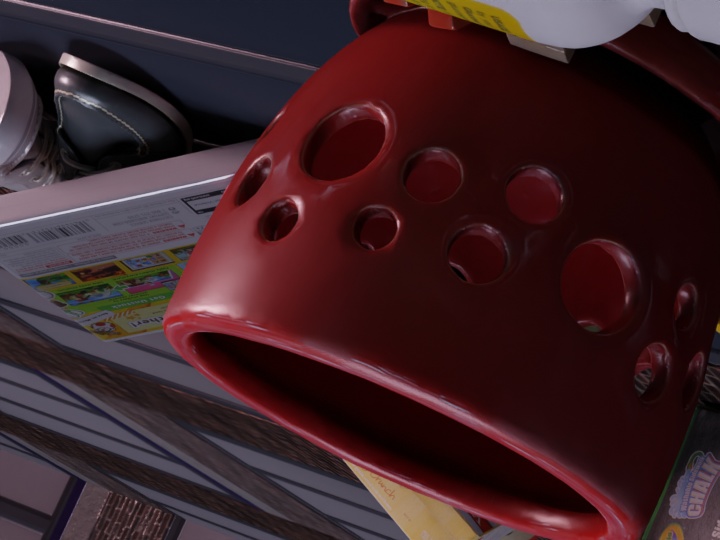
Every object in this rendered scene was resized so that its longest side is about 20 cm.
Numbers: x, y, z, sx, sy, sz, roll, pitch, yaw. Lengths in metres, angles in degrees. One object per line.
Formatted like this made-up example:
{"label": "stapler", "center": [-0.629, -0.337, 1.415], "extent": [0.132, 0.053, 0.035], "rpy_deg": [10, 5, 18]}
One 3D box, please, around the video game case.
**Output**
{"label": "video game case", "center": [-0.101, -0.015, 1.469], "extent": [0.200, 0.023, 0.182], "rpy_deg": [-12, 154, 19]}

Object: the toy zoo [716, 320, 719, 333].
{"label": "toy zoo", "center": [0.196, 0.009, 1.186], "extent": [0.131, 0.020, 0.200], "rpy_deg": [15, 165, 38]}

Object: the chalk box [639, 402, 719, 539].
{"label": "chalk box", "center": [0.250, 0.167, 1.533], "extent": [0.200, 0.125, 0.124], "rpy_deg": [15, 165, 44]}

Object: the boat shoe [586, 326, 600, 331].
{"label": "boat shoe", "center": [0.114, 0.030, 1.379], "extent": [0.062, 0.072, 0.200], "rpy_deg": [-3, 167, 8]}

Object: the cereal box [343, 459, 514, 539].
{"label": "cereal box", "center": [0.045, 0.107, 1.590], "extent": [0.144, 0.040, 0.200], "rpy_deg": [49, -162, 11]}

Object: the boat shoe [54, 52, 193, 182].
{"label": "boat shoe", "center": [-0.137, -0.063, 1.442], "extent": [0.073, 0.062, 0.200], "rpy_deg": [25, 168, 13]}

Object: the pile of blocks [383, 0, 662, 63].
{"label": "pile of blocks", "center": [0.019, -0.123, 0.852], "extent": [0.200, 0.062, 0.082], "rpy_deg": [27, 168, -16]}

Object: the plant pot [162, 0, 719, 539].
{"label": "plant pot", "center": [0.049, -0.014, 0.978], "extent": [0.200, 0.183, 0.200], "rpy_deg": [24, 169, 5]}

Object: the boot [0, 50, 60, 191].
{"label": "boot", "center": [-0.194, -0.080, 1.500], "extent": [0.095, 0.074, 0.200], "rpy_deg": [22, 178, -21]}

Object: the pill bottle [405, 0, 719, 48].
{"label": "pill bottle", "center": [0.031, -0.126, 0.690], "extent": [0.200, 0.113, 0.112], "rpy_deg": [20, 168, 22]}

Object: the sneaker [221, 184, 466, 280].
{"label": "sneaker", "center": [0.000, 0.000, 1.399], "extent": [0.087, 0.074, 0.200], "rpy_deg": [-2, 146, 42]}

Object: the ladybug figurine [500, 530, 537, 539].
{"label": "ladybug figurine", "center": [0.088, 0.197, 2.127], "extent": [0.136, 0.072, 0.200], "rpy_deg": [25, 169, -6]}
